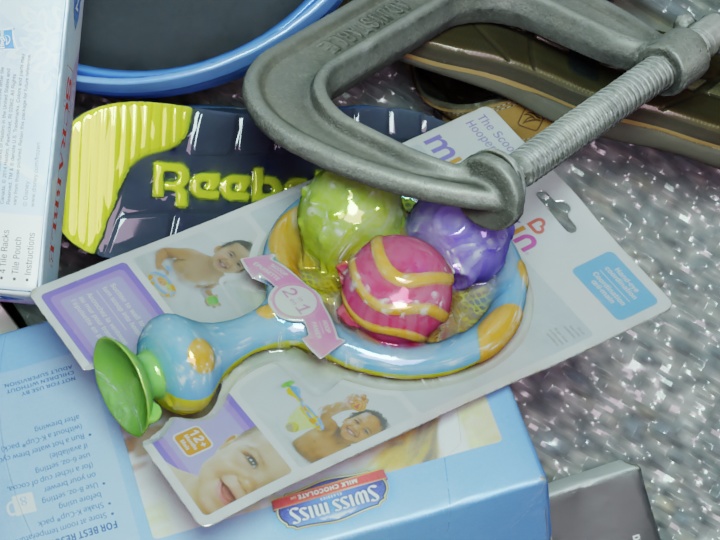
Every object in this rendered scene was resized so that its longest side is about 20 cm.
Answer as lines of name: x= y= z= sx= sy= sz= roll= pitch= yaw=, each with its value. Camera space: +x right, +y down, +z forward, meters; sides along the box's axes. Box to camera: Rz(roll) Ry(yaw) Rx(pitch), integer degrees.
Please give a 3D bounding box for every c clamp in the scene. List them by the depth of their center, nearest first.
c clamp: x=0.063 y=-0.065 z=1.029 sx=0.171 sy=0.027 sz=0.200 roll=33 pitch=41 yaw=27

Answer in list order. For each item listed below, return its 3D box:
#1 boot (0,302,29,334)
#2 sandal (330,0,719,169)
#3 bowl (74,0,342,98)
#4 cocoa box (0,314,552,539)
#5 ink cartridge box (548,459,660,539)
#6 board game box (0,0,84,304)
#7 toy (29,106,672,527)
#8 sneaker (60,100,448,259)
boot: x=-0.230 y=-0.006 z=1.081 sx=0.144 sy=0.072 sz=0.200 roll=-33 pitch=94 yaw=-2
sandal: x=0.064 y=-0.077 z=1.122 sx=0.200 sy=0.082 sz=0.055 roll=19 pitch=126 yaw=-8
bowl: x=-0.083 y=-0.159 z=1.086 sx=0.200 sy=0.039 sz=0.201 roll=-1 pitch=75 yaw=4
cocoa box: x=-0.041 y=0.089 z=1.046 sx=0.200 sy=0.131 sz=0.134 roll=-16 pitch=51 yaw=-6
ink cartridge box: x=0.028 y=0.150 z=1.130 sx=0.200 sy=0.037 sz=0.095 roll=-18 pitch=93 yaw=-5
board game box: x=-0.199 y=-0.095 z=1.025 sx=0.199 sy=0.041 sz=0.201 roll=5 pitch=84 yaw=2
toy: x=0.000 y=0.000 z=0.993 sx=0.200 sy=0.047 sz=0.115 roll=-25 pitch=57 yaw=-24
sneaker: x=-0.032 y=-0.030 z=1.104 sx=0.200 sy=0.082 sz=0.074 roll=9 pitch=87 yaw=-22
